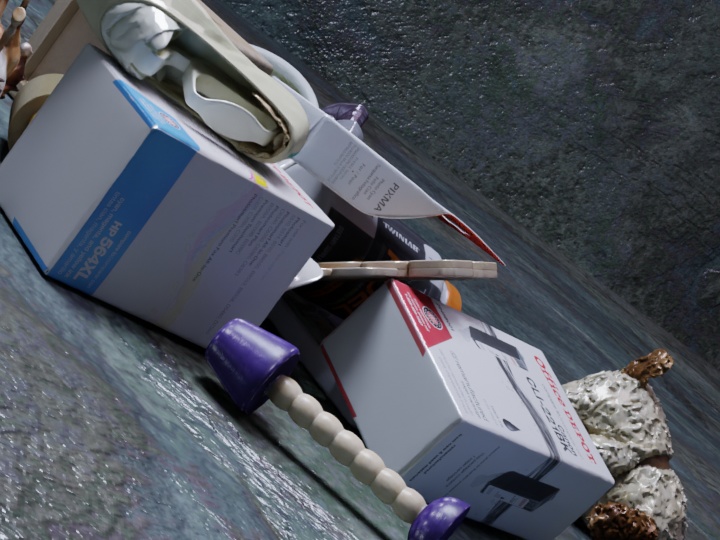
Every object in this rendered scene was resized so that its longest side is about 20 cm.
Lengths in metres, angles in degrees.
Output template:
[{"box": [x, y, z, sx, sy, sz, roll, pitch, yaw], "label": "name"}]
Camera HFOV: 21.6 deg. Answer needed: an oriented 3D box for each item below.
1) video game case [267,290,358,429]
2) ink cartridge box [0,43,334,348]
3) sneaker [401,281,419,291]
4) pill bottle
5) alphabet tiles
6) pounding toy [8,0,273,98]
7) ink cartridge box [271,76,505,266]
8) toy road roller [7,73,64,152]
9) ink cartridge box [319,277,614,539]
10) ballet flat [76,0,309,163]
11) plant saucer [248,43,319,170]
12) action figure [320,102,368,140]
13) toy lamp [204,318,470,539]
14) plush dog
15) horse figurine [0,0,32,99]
[{"box": [0.014, 0.093, 1.536, 0.182, 0.023, 0.200, 30, 12, -40], "label": "video game case"}, {"box": [-0.129, -0.039, 1.309, 0.200, 0.125, 0.129, 30, 12, -41], "label": "ink cartridge box"}, {"box": [0.052, 0.062, 1.538, 0.082, 0.074, 0.200, 39, 11, 17], "label": "sneaker"}, {"box": [0.002, -0.004, 1.652, 0.200, 0.106, 0.106, 36, 8, -36], "label": "pill bottle"}, {"box": [0.000, 0.000, 1.466, 0.199, 0.015, 0.195, -1, -2, 27], "label": "alphabet tiles"}, {"box": [-0.184, -0.183, 1.616, 0.200, 0.184, 0.142, 44, 11, 33], "label": "pounding toy"}, {"box": [0.008, -0.066, 1.504, 0.200, 0.047, 0.160, 39, 1, -24], "label": "ink cartridge box"}, {"box": [-0.167, -0.072, 1.444, 0.199, 0.147, 0.123, -2, 17, -8], "label": "toy road roller"}, {"box": [0.083, 0.109, 1.425, 0.200, 0.084, 0.145, 27, 28, -45], "label": "ink cartridge box"}, {"box": [-0.118, -0.140, 1.273, 0.200, 0.070, 0.069, 37, 9, -10], "label": "ballet flat"}, {"box": [-0.139, -0.135, 1.755, 0.199, 0.050, 0.201, 5, 48, -5], "label": "plant saucer"}, {"box": [-0.035, -0.069, 1.799, 0.200, 0.069, 0.131, -75, 156, -48], "label": "action figure"}, {"box": [-0.019, 0.107, 1.235, 0.200, 0.058, 0.058, 39, 9, 12], "label": "toy lamp"}, {"box": [0.234, 0.178, 1.668, 0.200, 0.160, 0.172, 14, 52, -65], "label": "plush dog"}, {"box": [-0.272, -0.153, 1.380, 0.050, 0.133, 0.200, 25, 30, -9], "label": "horse figurine"}]
